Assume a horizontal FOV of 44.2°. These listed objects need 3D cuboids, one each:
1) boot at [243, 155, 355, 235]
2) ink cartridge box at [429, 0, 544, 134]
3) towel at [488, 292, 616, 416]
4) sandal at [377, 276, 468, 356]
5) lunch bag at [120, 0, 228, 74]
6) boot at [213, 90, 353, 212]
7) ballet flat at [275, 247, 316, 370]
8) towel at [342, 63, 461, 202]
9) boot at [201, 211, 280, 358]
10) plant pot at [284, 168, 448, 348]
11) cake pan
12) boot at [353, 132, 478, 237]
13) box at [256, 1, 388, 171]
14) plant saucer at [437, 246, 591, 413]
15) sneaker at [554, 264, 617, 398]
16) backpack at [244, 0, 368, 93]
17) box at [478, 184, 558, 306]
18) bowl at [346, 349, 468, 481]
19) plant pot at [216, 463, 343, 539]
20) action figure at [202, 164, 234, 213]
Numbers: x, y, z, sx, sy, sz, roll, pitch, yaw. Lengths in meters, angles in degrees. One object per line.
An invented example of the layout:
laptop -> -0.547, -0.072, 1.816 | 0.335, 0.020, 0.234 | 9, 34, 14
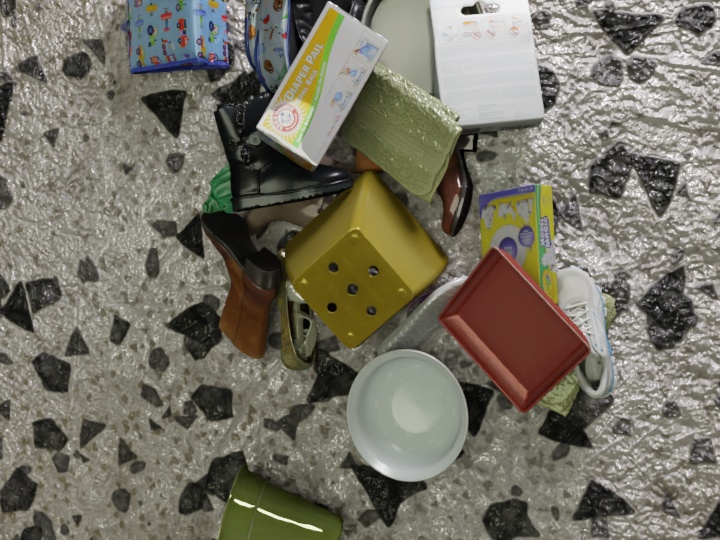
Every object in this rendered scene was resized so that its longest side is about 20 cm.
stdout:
boot -> -0.091, -0.098, 1.457 | 0.146, 0.070, 0.201 | 40, 103, 9
ink cartridge box -> 0.188, -0.314, 1.353 | 0.156, 0.047, 0.205 | -6, 81, -4
towel -> 0.293, 0.107, 1.369 | 0.146, 0.036, 0.204 | 26, 100, 15
sandal -> 0.097, 0.068, 1.412 | 0.202, 0.082, 0.050 | -42, 53, 14
lunch bag -> -0.330, -0.419, 1.509 | 0.196, 0.094, 0.155 | 1, 96, 26
boot -> -0.118, -0.188, 1.348 | 0.195, 0.076, 0.173 | -9, 93, 4
ballet flat -> -0.102, 0.065, 1.465 | 0.069, 0.071, 0.205 | -1, 97, 16
towel -> 0.058, -0.212, 1.339 | 0.199, 0.036, 0.150 | 41, 129, 25
boot -> -0.207, 0.020, 1.476 | 0.187, 0.068, 0.203 | 36, 134, 21
plant pot -> 0.000, 0.000, 1.349 | 0.199, 0.177, 0.201 | -40, 99, 16
cake pan -> 0.096, -0.364, 1.380 | 0.195, 0.037, 0.206 | 0, 98, 2
boot -> 0.079, -0.157, 1.403 | 0.195, 0.068, 0.193 | 6, 95, 17
box -> -0.057, -0.254, 1.256 | 0.100, 0.112, 0.203 | 30, 90, -6
plant saucer -> 0.227, 0.085, 1.309 | 0.200, 0.036, 0.201 | 47, 141, 12
sneaker -> 0.328, 0.091, 1.293 | 0.074, 0.086, 0.205 | -18, 86, 20
backpack -> -0.094, -0.357, 1.384 | 0.152, 0.198, 0.196 | -3, 84, 40
box -> 0.237, -0.020, 1.339 | 0.116, 0.048, 0.205 | -8, 86, 50
bowl -> 0.081, 0.222, 1.410 | 0.196, 0.090, 0.207 | 1, 93, 16
plant pot -> -0.129, 0.442, 1.451 | 0.185, 0.200, 0.205 | 14, 97, 2
action figure -> -0.167, -0.149, 1.414 | 0.197, 0.055, 0.120 | -30, 75, 1
